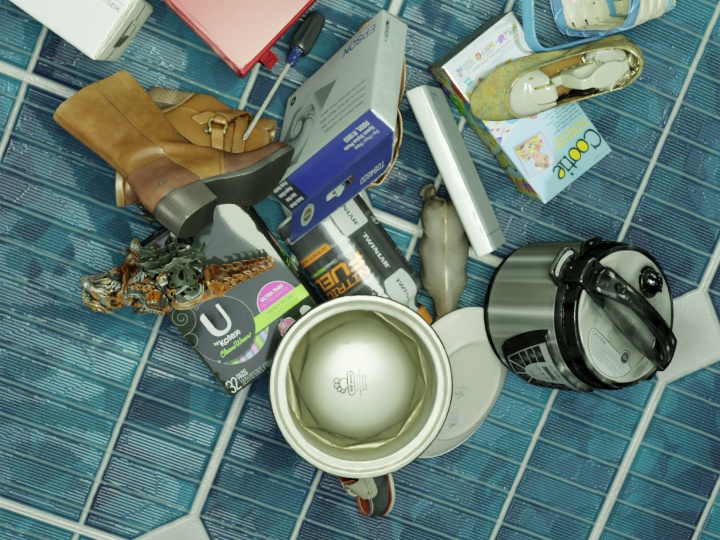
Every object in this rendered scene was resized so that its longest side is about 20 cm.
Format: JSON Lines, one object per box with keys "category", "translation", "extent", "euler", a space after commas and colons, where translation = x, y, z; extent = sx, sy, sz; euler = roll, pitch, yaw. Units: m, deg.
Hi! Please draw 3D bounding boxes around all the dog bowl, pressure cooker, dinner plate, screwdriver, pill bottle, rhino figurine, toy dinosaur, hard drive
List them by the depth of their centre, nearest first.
{"category": "toy dinosaur", "translation": [-0.200, -0.004, 1.257], "extent": [0.200, 0.102, 0.136], "euler": [-22, 143, -19]}
{"category": "dog bowl", "translation": [-0.002, 0.123, 1.291], "extent": [0.200, 0.074, 0.200], "euler": [0, 92, -5]}
{"category": "screwdriver", "translation": [-0.086, -0.223, 1.333], "extent": [0.028, 0.029, 0.200], "euler": [45, 52, -30]}
{"category": "hard drive", "translation": [0.113, -0.116, 1.354], "extent": [0.027, 0.132, 0.200], "euler": [-24, 90, 14]}
{"category": "pressure cooker", "translation": [0.262, 0.048, 1.355], "extent": [0.176, 0.200, 0.179], "euler": [-6, 94, -35]}
{"category": "pill bottle", "translation": [0.000, 0.000, 1.377], "extent": [0.106, 0.106, 0.200], "euler": [-37, 92, 1]}
{"category": "dinner plate", "translation": [0.115, 0.140, 1.409], "extent": [0.200, 0.024, 0.200], "euler": [-21, 125, -33]}
{"category": "rhino figurine", "translation": [0.100, 0.001, 1.409], "extent": [0.060, 0.087, 0.200], "euler": [-3, 106, -2]}

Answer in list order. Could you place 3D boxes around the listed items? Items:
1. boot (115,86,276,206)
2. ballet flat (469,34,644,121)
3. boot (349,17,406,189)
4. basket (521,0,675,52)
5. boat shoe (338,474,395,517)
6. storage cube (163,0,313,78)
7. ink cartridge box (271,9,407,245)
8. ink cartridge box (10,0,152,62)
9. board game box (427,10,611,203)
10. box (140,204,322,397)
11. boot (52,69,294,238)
{"category": "boot", "translation": [-0.182, -0.131, 1.304], "extent": [0.155, 0.200, 0.074], "euler": [15, 136, 0]}
{"category": "ballet flat", "translation": [0.221, -0.209, 1.292], "extent": [0.200, 0.071, 0.071], "euler": [-19, 100, -5]}
{"category": "boot", "translation": [0.023, -0.191, 1.337], "extent": [0.074, 0.155, 0.200], "euler": [4, 98, -6]}
{"category": "basket", "translation": [0.258, -0.342, 1.334], "extent": [0.200, 0.139, 0.177], "euler": [-11, 101, -37]}
{"category": "boat shoe", "translation": [0.002, 0.235, 1.408], "extent": [0.063, 0.071, 0.200], "euler": [-22, 139, -20]}
{"category": "storage cube", "translation": [-0.130, -0.337, 1.292], "extent": [0.200, 0.171, 0.180], "euler": [43, 91, -10]}
{"category": "ink cartridge box", "translation": [-0.028, -0.155, 1.278], "extent": [0.041, 0.200, 0.200], "euler": [25, 52, -27]}
{"category": "ink cartridge box", "translation": [-0.312, -0.299, 1.263], "extent": [0.147, 0.200, 0.083], "euler": [35, 95, -9]}
{"category": "board game box", "translation": [0.185, -0.191, 1.380], "extent": [0.105, 0.103, 0.200], "euler": [-38, 100, 0]}
{"category": "box", "translation": [-0.152, 0.016, 1.367], "extent": [0.148, 0.124, 0.200], "euler": [-36, 100, 1]}
{"category": "boot", "translation": [-0.192, -0.138, 1.241], "extent": [0.200, 0.069, 0.188], "euler": [43, 57, 17]}
